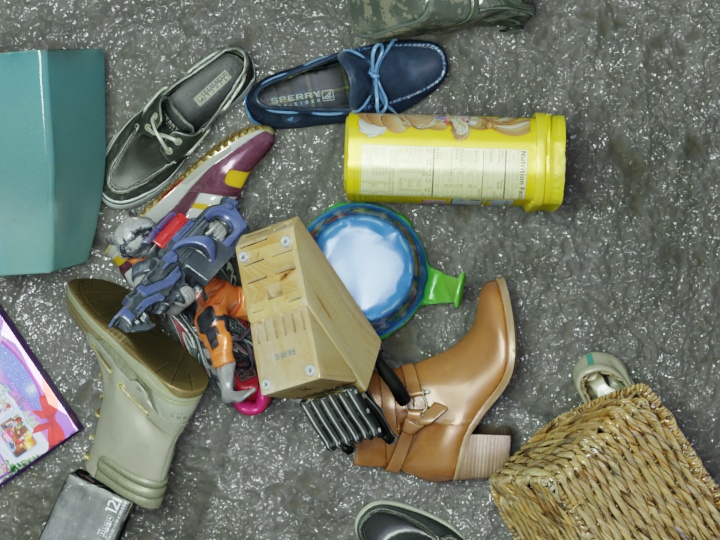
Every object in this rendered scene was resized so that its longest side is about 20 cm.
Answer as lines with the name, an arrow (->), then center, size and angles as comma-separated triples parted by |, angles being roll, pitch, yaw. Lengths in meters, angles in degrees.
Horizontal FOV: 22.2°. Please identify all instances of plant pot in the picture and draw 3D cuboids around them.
plant pot -> -0.318, -0.099, 1.696 | 0.141, 0.141, 0.201 | -3, 97, 15

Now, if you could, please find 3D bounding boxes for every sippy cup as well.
sippy cup -> 0.000, 0.000, 1.718 | 0.177, 0.130, 0.140 | -24, 89, -2

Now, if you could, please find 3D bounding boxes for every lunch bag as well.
lunch bag -> 0.082, -0.321, 1.727 | 0.167, 0.139, 0.201 | -6, 89, -37

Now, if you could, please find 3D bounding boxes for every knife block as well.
knife block -> -0.026, 0.063, 1.648 | 0.064, 0.175, 0.201 | -18, 76, 27

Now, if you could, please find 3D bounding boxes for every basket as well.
basket -> 0.236, 0.225, 1.716 | 0.149, 0.143, 0.200 | -41, 102, -25

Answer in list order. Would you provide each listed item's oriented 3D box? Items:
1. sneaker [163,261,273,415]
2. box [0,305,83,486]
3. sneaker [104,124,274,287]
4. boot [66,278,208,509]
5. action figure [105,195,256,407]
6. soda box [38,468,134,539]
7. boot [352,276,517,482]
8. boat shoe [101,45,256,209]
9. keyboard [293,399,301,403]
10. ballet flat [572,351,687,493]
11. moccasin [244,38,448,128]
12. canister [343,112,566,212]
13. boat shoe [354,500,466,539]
sneaker -> -0.137, 0.046, 1.708 | 0.081, 0.075, 0.200 | -32, 111, 11
box -> -0.377, 0.109, 1.753 | 0.137, 0.039, 0.200 | -34, 89, -1
sneaker -> -0.145, -0.053, 1.752 | 0.200, 0.075, 0.090 | -40, 98, 4
boot -> -0.230, 0.113, 1.732 | 0.200, 0.072, 0.155 | 42, 125, 36
action figure -> -0.158, 0.034, 1.614 | 0.194, 0.105, 0.200 | 51, 43, -1
soda box -> -0.283, 0.293, 1.738 | 0.071, 0.063, 0.200 | 24, 88, 1
boot -> 0.070, 0.101, 1.747 | 0.154, 0.074, 0.201 | 4, 86, 3
boat shoe -> -0.181, -0.141, 1.752 | 0.071, 0.064, 0.200 | 43, 89, 0
keyboard -> -0.059, 0.051, 1.696 | 0.056, 0.200, 0.011 | 28, 49, 34
ballet flat -> 0.266, 0.168, 1.750 | 0.069, 0.069, 0.200 | -33, 89, -2
moccasin -> -0.010, -0.172, 1.753 | 0.200, 0.068, 0.081 | -19, 88, -4
canister -> 0.086, -0.102, 1.715 | 0.199, 0.149, 0.087 | 2, 88, 1
boat shoe -> 0.083, 0.286, 1.744 | 0.200, 0.068, 0.072 | 36, 89, 2
